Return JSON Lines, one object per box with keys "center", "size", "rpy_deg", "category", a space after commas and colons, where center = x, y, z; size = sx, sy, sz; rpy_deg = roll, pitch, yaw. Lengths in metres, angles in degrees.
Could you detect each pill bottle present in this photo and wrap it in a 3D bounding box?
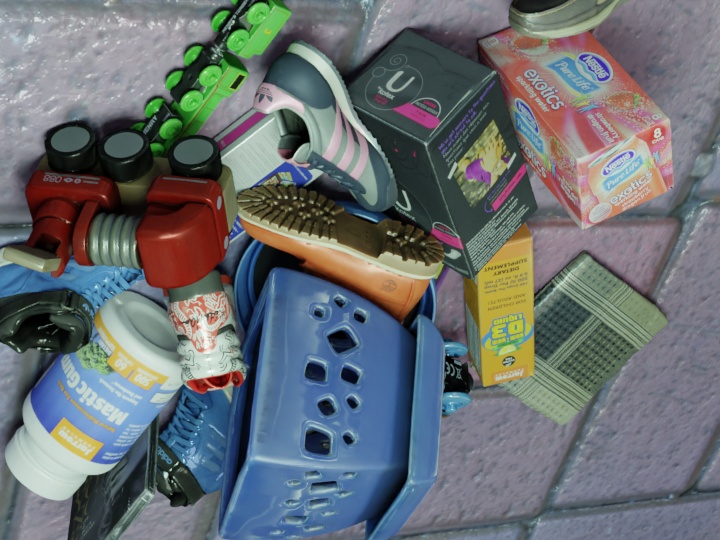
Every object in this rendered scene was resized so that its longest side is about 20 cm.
{"center": [-0.257, 0.126, 1.652], "size": [0.112, 0.112, 0.200], "rpy_deg": [23, 114, -43], "category": "pill bottle"}

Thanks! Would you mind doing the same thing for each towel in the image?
{"center": [0.244, 0.081, 1.986], "size": [0.193, 0.035, 0.200], "rpy_deg": [-46, 134, 10], "category": "towel"}

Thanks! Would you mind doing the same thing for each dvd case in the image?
{"center": [-0.246, 0.213, 1.685], "size": [0.016, 0.200, 0.149], "rpy_deg": [32, 111, -19], "category": "dvd case"}

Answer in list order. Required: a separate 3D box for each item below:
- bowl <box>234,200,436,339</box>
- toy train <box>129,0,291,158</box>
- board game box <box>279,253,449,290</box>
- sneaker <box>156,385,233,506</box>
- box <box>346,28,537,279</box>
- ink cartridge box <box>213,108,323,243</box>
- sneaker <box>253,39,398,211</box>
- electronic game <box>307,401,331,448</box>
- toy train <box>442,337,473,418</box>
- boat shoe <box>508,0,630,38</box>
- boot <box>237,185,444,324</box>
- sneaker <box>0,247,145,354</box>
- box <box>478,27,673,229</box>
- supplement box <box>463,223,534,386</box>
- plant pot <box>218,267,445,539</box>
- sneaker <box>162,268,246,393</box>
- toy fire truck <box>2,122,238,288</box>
{"center": [-0.024, 0.022, 1.676], "size": [0.199, 0.039, 0.201], "rpy_deg": [2, 119, 4], "category": "bowl"}
{"center": [-0.134, -0.170, 1.508], "size": [0.200, 0.042, 0.056], "rpy_deg": [-50, 146, 19], "category": "toy train"}
{"center": [0.000, 0.000, 1.756], "size": [0.199, 0.032, 0.120], "rpy_deg": [6, 121, -34], "category": "board game box"}
{"center": [-0.177, 0.170, 1.753], "size": [0.111, 0.077, 0.200], "rpy_deg": [-31, 146, -23], "category": "sneaker"}
{"center": [0.075, -0.108, 1.611], "size": [0.106, 0.122, 0.200], "rpy_deg": [-45, 141, -19], "category": "box"}
{"center": [-0.118, -0.082, 1.600], "size": [0.200, 0.037, 0.095], "rpy_deg": [-39, 137, 3], "category": "ink cartridge box"}
{"center": [-0.036, -0.112, 1.542], "size": [0.082, 0.070, 0.200], "rpy_deg": [-49, 129, -20], "category": "sneaker"}
{"center": [-0.046, 0.218, 1.921], "size": [0.199, 0.042, 0.201], "rpy_deg": [-17, 136, -18], "category": "electronic game"}
{"center": [0.037, 0.106, 1.823], "size": [0.114, 0.087, 0.200], "rpy_deg": [-17, 155, 32], "category": "toy train"}
{"center": [0.222, -0.284, 1.604], "size": [0.199, 0.074, 0.074], "rpy_deg": [-28, 129, -19], "category": "boat shoe"}
{"center": [-0.033, -0.007, 1.600], "size": [0.199, 0.075, 0.107], "rpy_deg": [21, 125, -6], "category": "boot"}
{"center": [-0.238, 0.020, 1.535], "size": [0.199, 0.112, 0.077], "rpy_deg": [-10, 140, -6], "category": "sneaker"}
{"center": [0.203, -0.148, 1.612], "size": [0.102, 0.200, 0.095], "rpy_deg": [-23, 138, -10], "category": "box"}
{"center": [0.150, 0.029, 1.831], "size": [0.066, 0.069, 0.201], "rpy_deg": [-13, 132, -8], "category": "supplement box"}
{"center": [-0.025, 0.139, 1.581], "size": [0.179, 0.201, 0.200], "rpy_deg": [11, 150, -9], "category": "plant pot"}
{"center": [-0.146, 0.060, 1.596], "size": [0.067, 0.108, 0.201], "rpy_deg": [-11, 178, -4], "category": "sneaker"}
{"center": [-0.213, -0.033, 1.434], "size": [0.175, 0.200, 0.129], "rpy_deg": [7, 136, 12], "category": "toy fire truck"}
